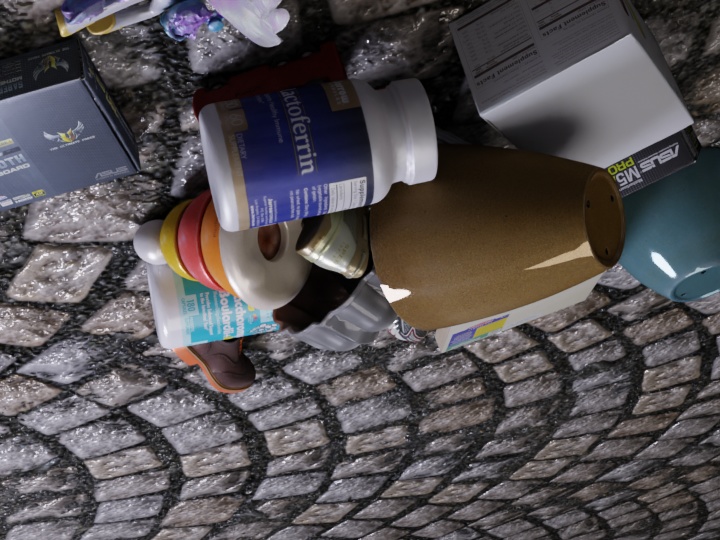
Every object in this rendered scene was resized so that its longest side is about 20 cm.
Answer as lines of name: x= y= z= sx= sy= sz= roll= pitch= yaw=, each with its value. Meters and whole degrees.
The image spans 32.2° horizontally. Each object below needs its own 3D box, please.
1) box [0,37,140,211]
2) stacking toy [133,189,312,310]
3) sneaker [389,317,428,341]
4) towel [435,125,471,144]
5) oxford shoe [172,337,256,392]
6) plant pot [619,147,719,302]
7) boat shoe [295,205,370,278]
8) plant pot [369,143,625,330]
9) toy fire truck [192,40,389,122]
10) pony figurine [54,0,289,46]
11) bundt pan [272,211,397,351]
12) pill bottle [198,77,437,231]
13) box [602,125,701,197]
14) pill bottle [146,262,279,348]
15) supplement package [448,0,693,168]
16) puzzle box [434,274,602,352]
box: x=-0.318 y=-0.120 z=1.126 sx=0.199 sy=0.051 sz=0.158 roll=-16 pitch=152 yaw=1
stacking toy: x=-0.159 y=-0.036 z=1.306 sx=0.199 sy=0.147 sz=0.146 roll=2 pitch=165 yaw=35
sneaker: x=0.079 y=0.012 z=1.437 sx=0.074 sy=0.081 sz=0.200 roll=25 pitch=136 yaw=15
towel: x=0.131 y=-0.073 z=1.383 sx=0.024 sy=0.147 sz=0.200 roll=-53 pitch=161 yaw=-22
oxford shoe: x=-0.173 y=0.102 z=1.599 sx=0.072 sy=0.071 sz=0.200 roll=-27 pitch=151 yaw=11
plant pot: x=0.408 y=-0.041 z=1.566 sx=0.199 sy=0.135 sz=0.200 roll=-12 pitch=152 yaw=-6
boat shoe: x=-0.015 y=-0.050 z=1.228 sx=0.063 sy=0.201 sz=0.073 roll=35 pitch=108 yaw=-9
plant pot: x=0.141 y=-0.042 z=1.187 sx=0.199 sy=0.187 sz=0.186 roll=-6 pitch=162 yaw=35
toy fire truck: x=-0.048 y=-0.154 z=1.207 sx=0.199 sy=0.049 sz=0.141 roll=-19 pitch=152 yaw=6
pony figurine: x=-0.136 y=-0.233 z=0.937 sx=0.199 sy=0.167 sz=0.193 roll=-15 pitch=-175 yaw=-9
bundt pan: x=0.000 y=0.000 z=1.307 sx=0.076 sy=0.202 sz=0.202 roll=35 pitch=128 yaw=-25
pill bottle: x=-0.037 y=-0.108 z=1.118 sx=0.199 sy=0.116 sz=0.116 roll=-12 pitch=153 yaw=-9
box: x=0.290 y=-0.111 z=1.370 sx=0.160 sy=0.044 sz=0.200 roll=-27 pitch=-179 yaw=19
pill bottle: x=-0.137 y=0.019 z=1.417 sx=0.199 sy=0.111 sz=0.111 roll=-10 pitch=152 yaw=-11
supplement package: x=0.208 y=-0.189 z=1.209 sx=0.155 sy=0.111 sz=0.200 roll=-27 pitch=151 yaw=21
puzzle box: x=0.188 y=0.038 z=1.491 sx=0.199 sy=0.026 sz=0.133 roll=-20 pitch=164 yaw=-9
